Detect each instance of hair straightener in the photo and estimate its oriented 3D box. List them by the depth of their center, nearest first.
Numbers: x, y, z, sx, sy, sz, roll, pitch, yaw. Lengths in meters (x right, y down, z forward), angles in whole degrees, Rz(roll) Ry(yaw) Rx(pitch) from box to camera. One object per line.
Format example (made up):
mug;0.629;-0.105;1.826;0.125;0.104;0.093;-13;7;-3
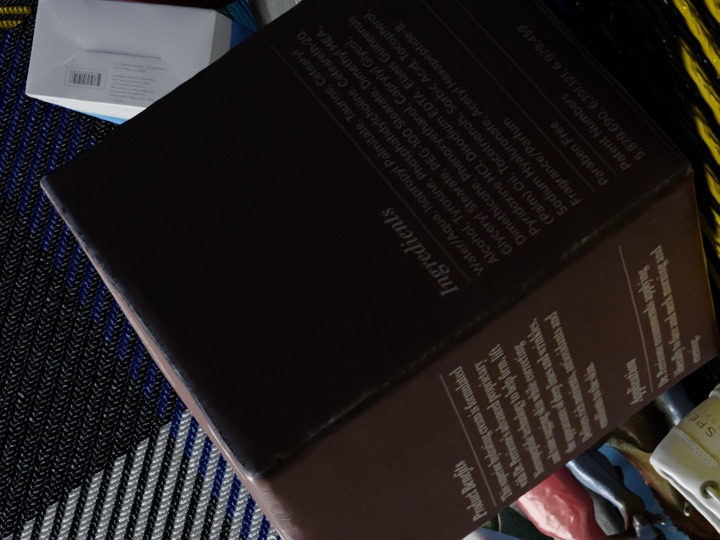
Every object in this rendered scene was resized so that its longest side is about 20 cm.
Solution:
hair straightener;0.126;0.117;1.142;0.200;0.041;0.077;46;-146;-2

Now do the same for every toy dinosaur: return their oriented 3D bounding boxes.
toy dinosaur;0.092;0.048;1.106;0.182;0.105;0.200;57;179;24

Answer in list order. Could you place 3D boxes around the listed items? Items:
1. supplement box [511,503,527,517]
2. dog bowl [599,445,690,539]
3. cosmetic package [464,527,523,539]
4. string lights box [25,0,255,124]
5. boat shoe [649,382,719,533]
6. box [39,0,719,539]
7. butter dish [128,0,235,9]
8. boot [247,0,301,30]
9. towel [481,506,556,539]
supplement box;0.167;0.215;1.506;0.200;0.074;0.126;52;-174;27
dog bowl;0.140;0.093;1.231;0.200;0.050;0.111;54;175;5
cosmetic package;0.145;0.207;1.234;0.200;0.071;0.101;20;-174;-19
string lights box;-0.102;-0.108;1.323;0.200;0.103;0.059;11;-93;-76
boat shoe;0.188;0.139;0.975;0.200;0.069;0.071;55;173;-6
box;0.015;-0.001;0.937;0.164;0.200;0.166;52;173;28
butter dish;-0.155;-0.221;1.361;0.200;0.148;0.199;51;174;34
boot;0.000;-0.094;1.199;0.182;0.073;0.200;68;167;-7
towel;0.079;0.158;1.368;0.148;0.036;0.200;35;174;-26
